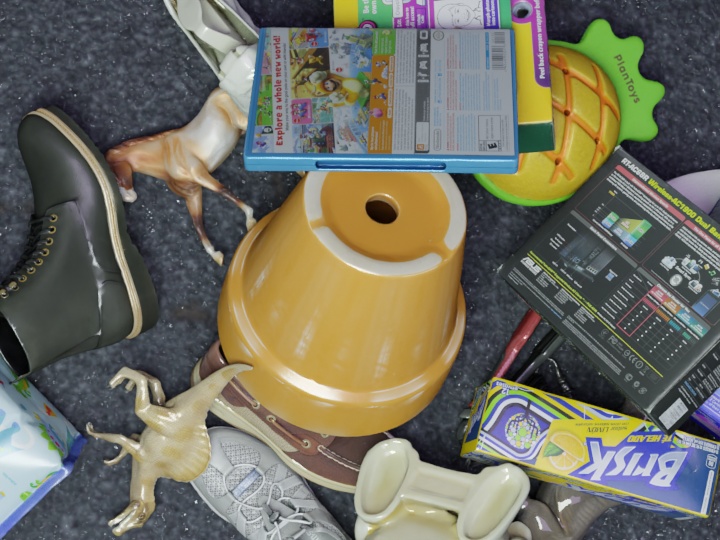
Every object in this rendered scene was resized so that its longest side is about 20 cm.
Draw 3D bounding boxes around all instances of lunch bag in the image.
[{"bbox_3d":[-0.347,0.153,1.165,0.200,0.127,0.170,-42,97,4],"label":"lunch bag"}]

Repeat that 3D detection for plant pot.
[{"bbox_3d":[0.000,0.000,1.157,0.199,0.183,0.201,7,57,-11],"label":"plant pot"}]

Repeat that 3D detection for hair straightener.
[{"bbox_3d":[0.153,0.093,1.284,0.077,0.041,0.200,36,77,-6],"label":"hair straightener"}]

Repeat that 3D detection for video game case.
[{"bbox_3d":[0.018,-0.130,1.118,0.199,0.018,0.143,1,51,3],"label":"video game case"}]

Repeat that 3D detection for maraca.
[{"bbox_3d":[0.172,-0.135,1.269,0.200,0.107,0.137,-28,98,-18],"label":"maraca"}]

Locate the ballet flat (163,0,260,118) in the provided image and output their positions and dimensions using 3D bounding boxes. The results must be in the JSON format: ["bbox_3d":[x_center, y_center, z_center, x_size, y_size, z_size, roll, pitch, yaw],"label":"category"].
[{"bbox_3d":[-0.102,-0.175,1.202,0.069,0.069,0.200,-34,60,-9],"label":"ballet flat"}]

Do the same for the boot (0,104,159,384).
[{"bbox_3d":[-0.255,-0.022,1.177,0.138,0.077,0.200,-27,91,-41],"label":"boot"}]

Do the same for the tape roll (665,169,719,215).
[{"bbox_3d":[0.309,0.012,1.319,0.202,0.037,0.204,0,88,-9],"label":"tape roll"}]

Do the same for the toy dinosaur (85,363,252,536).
[{"bbox_3d":[-0.157,0.121,1.209,0.101,0.058,0.200,40,111,11],"label":"toy dinosaur"}]

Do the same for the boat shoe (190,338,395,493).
[{"bbox_3d":[-0.043,0.116,1.227,0.200,0.072,0.072,32,51,-2],"label":"boat shoe"}]

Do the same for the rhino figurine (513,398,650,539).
[{"bbox_3d":[0.200,0.169,1.282,0.200,0.060,0.088,-37,89,-11],"label":"rhino figurine"}]

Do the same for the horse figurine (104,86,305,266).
[{"bbox_3d":[-0.109,-0.104,1.244,0.200,0.050,0.133,-44,82,-3],"label":"horse figurine"}]

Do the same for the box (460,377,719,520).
[{"bbox_3d":[0.189,0.148,1.218,0.199,0.070,0.065,16,77,-4],"label":"box"}]

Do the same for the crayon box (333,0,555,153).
[{"bbox_3d":[0.066,-0.191,1.209,0.172,0.058,0.201,-4,69,8],"label":"crayon box"}]

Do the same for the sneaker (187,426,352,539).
[{"bbox_3d":[-0.061,0.201,1.224,0.200,0.082,0.075,41,81,-3],"label":"sneaker"}]

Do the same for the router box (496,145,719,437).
[{"bbox_3d":[0.229,0.013,1.202,0.150,0.062,0.200,-45,51,2],"label":"router box"}]

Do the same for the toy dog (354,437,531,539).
[{"bbox_3d":[0.074,0.265,1.199,0.139,0.200,0.194,2,47,21],"label":"toy dog"}]

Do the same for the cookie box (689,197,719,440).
[{"bbox_3d":[0.343,0.043,1.265,0.171,0.075,0.200,36,83,-4],"label":"cookie box"}]
